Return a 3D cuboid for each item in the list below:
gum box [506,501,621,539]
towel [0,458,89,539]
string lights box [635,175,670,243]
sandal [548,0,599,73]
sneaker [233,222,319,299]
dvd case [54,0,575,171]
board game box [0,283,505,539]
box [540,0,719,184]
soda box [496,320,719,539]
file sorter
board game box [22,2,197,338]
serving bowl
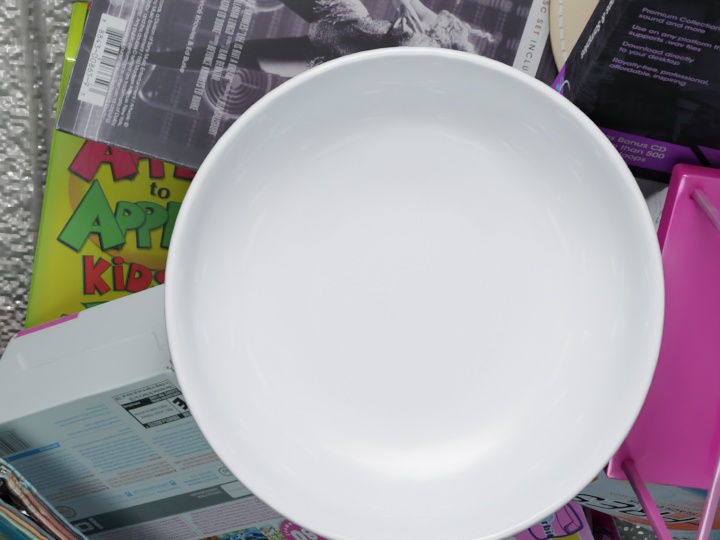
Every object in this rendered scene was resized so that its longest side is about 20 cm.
[{"bbox_3d":[0.079,0.168,1.278,0.113,0.066,0.201,-14,126,13],"label":"gum box"},{"bbox_3d":[-0.145,0.130,1.186,0.146,0.200,0.022,41,76,-14],"label":"towel"},{"bbox_3d":[0.201,0.006,1.132,0.199,0.103,0.059,25,125,-18],"label":"string lights box"},{"bbox_3d":[0.137,-0.145,1.014,0.077,0.070,0.213,19,113,-15],"label":"sandal"},{"bbox_3d":[0.000,0.000,1.136,0.075,0.088,0.200,-4,151,46],"label":"sneaker"},{"bbox_3d":[-0.013,-0.103,1.068,0.199,0.016,0.150,16,99,-10],"label":"dvd case"},{"bbox_3d":[-0.055,0.096,1.139,0.147,0.065,0.200,-16,128,42],"label":"board game box"},{"bbox_3d":[0.165,-0.093,0.990,0.142,0.036,0.200,11,148,-9],"label":"box"},{"bbox_3d":[0.116,0.068,1.151,0.063,0.069,0.199,-13,154,41],"label":"soda box"},{"bbox_3d":[0.219,0.056,1.026,0.198,0.126,0.140,8,111,-11],"label":"file sorter"},{"bbox_3d":[-0.095,-0.017,1.152,0.101,0.048,0.201,9,127,-6],"label":"board game box"},{"bbox_3d":[0.021,0.012,1.031,0.198,0.066,0.202,0,90,-2],"label":"serving bowl"}]
